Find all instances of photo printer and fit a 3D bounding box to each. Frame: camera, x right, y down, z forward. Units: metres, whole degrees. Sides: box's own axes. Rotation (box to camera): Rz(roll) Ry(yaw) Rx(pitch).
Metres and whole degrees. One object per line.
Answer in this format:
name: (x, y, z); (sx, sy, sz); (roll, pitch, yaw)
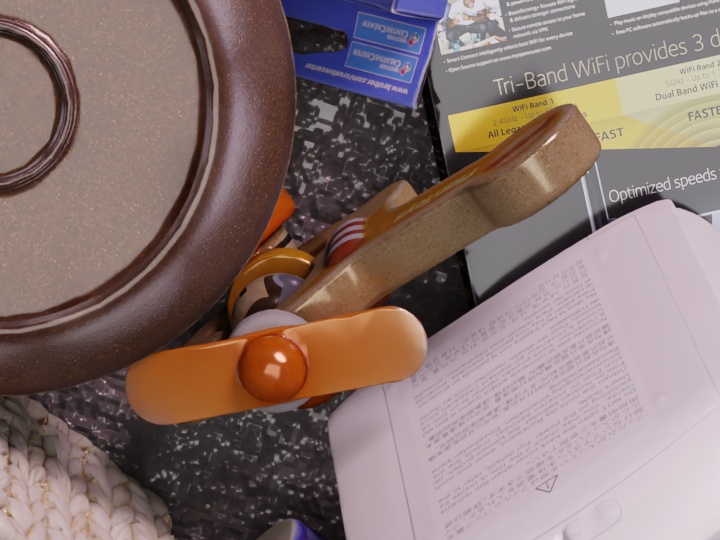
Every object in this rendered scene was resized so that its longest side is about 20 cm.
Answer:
photo printer: (0.072, 0.070, 0.954); (0.166, 0.200, 0.070); (-33, 111, 8)

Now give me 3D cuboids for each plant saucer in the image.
plant saucer: (-0.120, -0.055, 0.937); (0.199, 0.032, 0.202); (0, 98, -1)

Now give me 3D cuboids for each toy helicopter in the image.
toy helicopter: (0.000, 0.000, 0.992); (0.200, 0.132, 0.079); (-31, 100, 37)

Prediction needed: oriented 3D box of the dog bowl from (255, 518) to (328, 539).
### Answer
dog bowl: (-0.053, 0.189, 1.014); (0.079, 0.200, 0.200); (37, 95, -5)

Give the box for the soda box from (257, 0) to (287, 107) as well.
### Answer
soda box: (-0.128, -0.067, 0.982); (0.199, 0.063, 0.071); (-15, 99, -1)

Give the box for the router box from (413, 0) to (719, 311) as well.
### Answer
router box: (0.123, -0.069, 1.057); (0.199, 0.052, 0.158); (-12, 98, 0)

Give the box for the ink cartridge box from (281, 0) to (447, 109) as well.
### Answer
ink cartridge box: (-0.012, -0.167, 1.016); (0.119, 0.042, 0.201); (18, 102, 32)

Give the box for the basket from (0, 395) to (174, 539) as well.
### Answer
basket: (-0.142, 0.121, 1.006); (0.123, 0.200, 0.136); (34, 97, -13)
